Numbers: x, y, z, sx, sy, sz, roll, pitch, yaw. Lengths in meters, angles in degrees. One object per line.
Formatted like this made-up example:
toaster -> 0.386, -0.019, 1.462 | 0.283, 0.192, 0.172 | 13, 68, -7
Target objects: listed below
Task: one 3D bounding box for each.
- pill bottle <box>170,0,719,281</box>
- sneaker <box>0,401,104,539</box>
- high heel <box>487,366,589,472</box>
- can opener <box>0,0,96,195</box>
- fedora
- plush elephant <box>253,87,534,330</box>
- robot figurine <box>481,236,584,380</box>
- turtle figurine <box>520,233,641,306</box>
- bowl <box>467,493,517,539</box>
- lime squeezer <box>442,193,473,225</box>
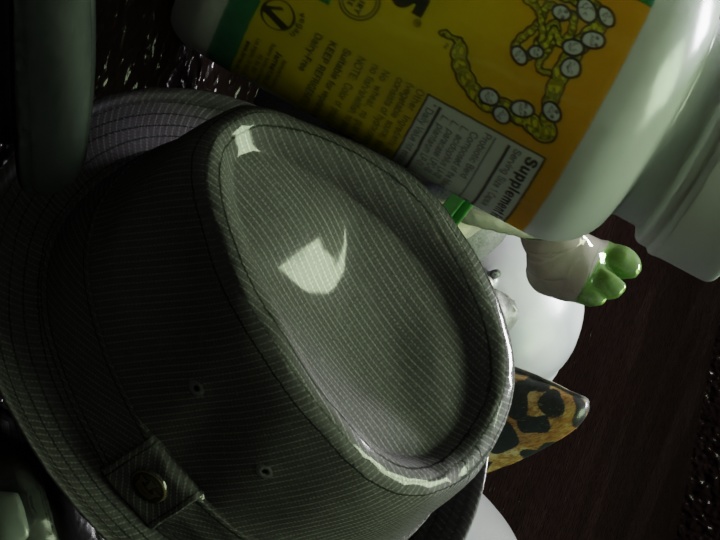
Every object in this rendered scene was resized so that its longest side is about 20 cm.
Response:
pill bottle -> 0.048, -0.079, 0.995 | 0.113, 0.199, 0.113 | -61, -178, 3
sneaker -> -0.082, 0.076, 1.053 | 0.200, 0.095, 0.080 | 11, 66, -81
high heel -> -0.006, 0.104, 1.249 | 0.072, 0.199, 0.143 | 56, 41, -39
can opener -> -0.102, -0.104, 0.903 | 0.201, 0.078, 0.064 | 95, -23, -52
fedora -> -0.024, 0.015, 0.987 | 0.177, 0.201, 0.090 | -33, 178, -38
plush elephant -> 0.000, 0.000, 1.183 | 0.165, 0.154, 0.201 | -125, -164, -49
robot figurine -> 0.036, 0.034, 1.457 | 0.200, 0.112, 0.170 | 123, -19, -48
turtle figurine -> 0.111, -0.087, 1.313 | 0.194, 0.199, 0.144 | 70, -4, -45
bowl -> 0.009, 0.205, 1.508 | 0.200, 0.075, 0.200 | -47, 170, 7
lime squeezer -> -0.001, 0.064, 1.086 | 0.038, 0.070, 0.201 | 8, 90, -38
